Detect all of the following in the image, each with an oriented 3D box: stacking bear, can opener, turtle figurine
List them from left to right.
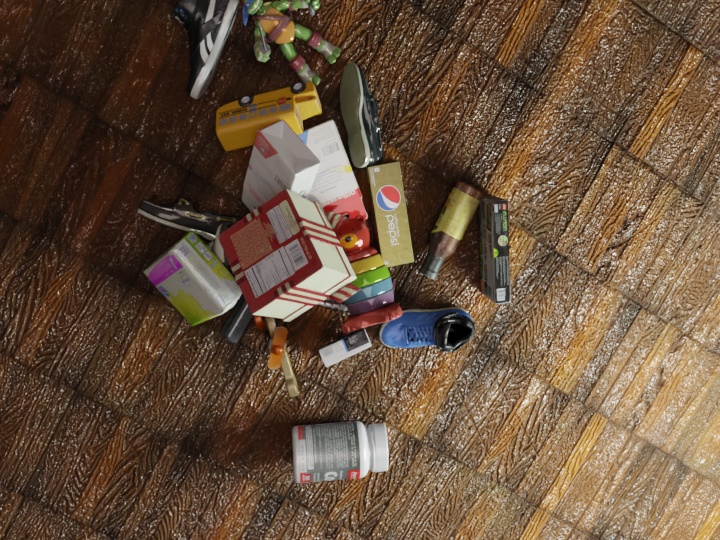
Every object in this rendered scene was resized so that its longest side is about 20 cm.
[{"bbox_3d":[-0.226,0.041,1.499,0.066,0.053,0.203,32,85,-25],"label":"can opener"},{"bbox_3d":[-0.122,-0.431,1.384,0.193,0.197,0.147,37,61,-34],"label":"turtle figurine"},{"bbox_3d":[0.000,0.000,1.449,0.119,0.114,0.205,-16,93,13],"label":"stacking bear"}]

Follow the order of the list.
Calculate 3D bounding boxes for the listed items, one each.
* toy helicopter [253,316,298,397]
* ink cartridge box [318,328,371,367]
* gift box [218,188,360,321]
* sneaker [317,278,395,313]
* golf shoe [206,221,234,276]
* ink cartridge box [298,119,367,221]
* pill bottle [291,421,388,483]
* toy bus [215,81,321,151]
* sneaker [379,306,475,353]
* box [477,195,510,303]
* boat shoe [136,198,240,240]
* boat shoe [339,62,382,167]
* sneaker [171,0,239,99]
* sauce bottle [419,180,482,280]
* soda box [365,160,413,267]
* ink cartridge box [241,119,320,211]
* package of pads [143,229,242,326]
[{"bbox_3d":[-0.156,0.160,1.507,0.077,0.132,0.205,-16,102,-4],"label":"toy helicopter"},{"bbox_3d":[-0.030,0.150,1.494,0.098,0.200,0.040,-25,86,-3],"label":"ink cartridge box"},{"bbox_3d":[-0.111,-0.022,1.359,0.197,0.186,0.188,-26,76,14],"label":"gift box"},{"bbox_3d":[-0.018,0.026,1.538,0.195,0.076,0.119,11,93,-18],"label":"sneaker"},{"bbox_3d":[-0.273,-0.025,1.440,0.086,0.201,0.079,15,57,0],"label":"golf shoe"},{"bbox_3d":[-0.071,-0.181,1.488,0.114,0.067,0.204,-21,102,-2],"label":"ink cartridge box"},{"bbox_3d":[-0.044,0.375,1.569,0.194,0.114,0.117,-3,101,-6],"label":"pill bottle"},{"bbox_3d":[-0.173,-0.292,1.432,0.195,0.080,0.066,-12,145,8],"label":"toy bus"},{"bbox_3d":[0.139,0.125,1.547,0.194,0.111,0.079,-7,102,-5],"label":"sneaker"},{"bbox_3d":[0.270,-0.045,1.533,0.034,0.110,0.206,-5,102,-6],"label":"box"},{"bbox_3d":[-0.332,-0.106,1.471,0.197,0.072,0.062,18,94,-17],"label":"boat shoe"},{"bbox_3d":[0.010,-0.304,1.476,0.065,0.074,0.205,-6,82,-35],"label":"boat shoe"},{"bbox_3d":[-0.312,-0.434,1.416,0.110,0.073,0.204,23,89,-7],"label":"sneaker"},{"bbox_3d":[0.179,-0.080,1.538,0.065,0.066,0.203,26,95,-11],"label":"sauce bottle"},{"bbox_3d":[0.058,-0.114,1.518,0.066,0.064,0.205,-10,102,-4],"label":"soda box"},{"bbox_3d":[-0.156,-0.168,1.430,0.067,0.201,0.117,-31,72,-34],"label":"ink cartridge box"},{"bbox_3d":[-0.318,0.023,1.433,0.155,0.199,0.068,49,59,-12],"label":"package of pads"}]
